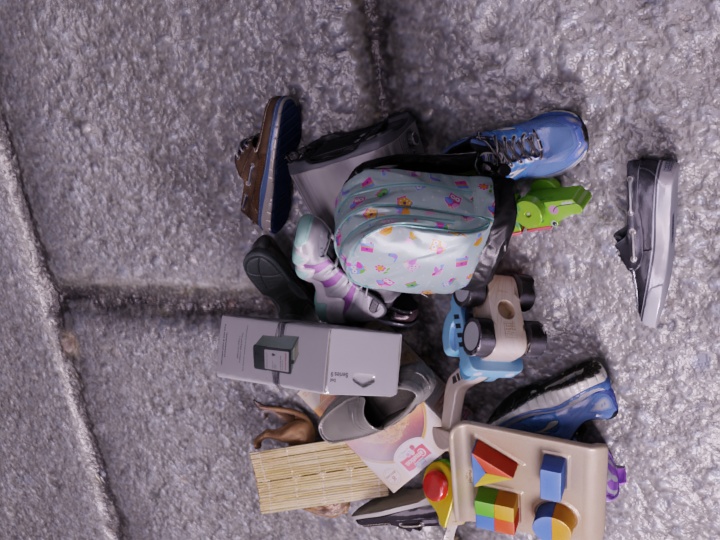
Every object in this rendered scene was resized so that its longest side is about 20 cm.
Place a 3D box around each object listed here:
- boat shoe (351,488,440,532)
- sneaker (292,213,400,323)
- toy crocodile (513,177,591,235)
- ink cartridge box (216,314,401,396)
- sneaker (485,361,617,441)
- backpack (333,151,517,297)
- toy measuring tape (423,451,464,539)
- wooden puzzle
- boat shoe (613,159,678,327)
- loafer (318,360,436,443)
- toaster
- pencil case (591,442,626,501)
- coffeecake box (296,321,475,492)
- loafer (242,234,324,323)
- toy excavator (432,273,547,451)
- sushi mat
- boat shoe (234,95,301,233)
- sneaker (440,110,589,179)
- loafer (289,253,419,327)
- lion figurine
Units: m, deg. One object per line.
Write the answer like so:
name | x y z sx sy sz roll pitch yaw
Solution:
boat shoe | 0.079 0.352 1.669 0.199 0.074 0.061 -21 99 26
sneaker | 0.000 0.000 1.420 0.138 0.078 0.201 5 150 18
toy crocodile | 0.188 -0.069 1.395 0.198 0.068 0.062 -8 117 33
ink cartridge box | -0.065 0.109 1.472 0.199 0.145 0.085 4 88 41
sneaker | 0.245 0.195 1.483 0.199 0.079 0.090 -27 98 35
backpack | 0.067 -0.049 1.303 0.198 0.127 0.168 7 132 -12
toy measuring tape | 0.111 0.329 1.579 0.073 0.073 0.202 19 106 18
wooden puzzle | 0.212 0.283 1.458 0.198 0.046 0.187 5 128 16
boat shoe | 0.330 -0.032 1.334 0.067 0.072 0.202 7 115 22
loafer | 0.013 0.183 1.523 0.199 0.070 0.070 -36 96 32
toaster | 0.000 -0.110 1.445 0.198 0.114 0.130 -14 110 31
pencil case | 0.249 0.287 1.537 0.199 0.085 0.085 -17 144 36
coffeecake box | 0.035 0.187 1.602 0.200 0.073 0.154 45 124 0
loafer | -0.091 0.035 1.603 0.071 0.063 0.201 -17 122 25
toy excavator | 0.147 0.117 1.469 0.200 0.099 0.196 135 133 -56
sushi mat | -0.060 0.301 1.686 0.198 0.012 0.097 -9 92 4
boat shoe | -0.131 -0.145 1.522 0.072 0.072 0.202 22 123 18
sneaker | 0.175 -0.134 1.348 0.198 0.089 0.079 -14 97 31
loafer | -0.006 0.007 1.537 0.199 0.072 0.063 28 121 16
lion figurine | -0.090 0.283 1.722 0.121 0.072 0.202 -8 106 21
